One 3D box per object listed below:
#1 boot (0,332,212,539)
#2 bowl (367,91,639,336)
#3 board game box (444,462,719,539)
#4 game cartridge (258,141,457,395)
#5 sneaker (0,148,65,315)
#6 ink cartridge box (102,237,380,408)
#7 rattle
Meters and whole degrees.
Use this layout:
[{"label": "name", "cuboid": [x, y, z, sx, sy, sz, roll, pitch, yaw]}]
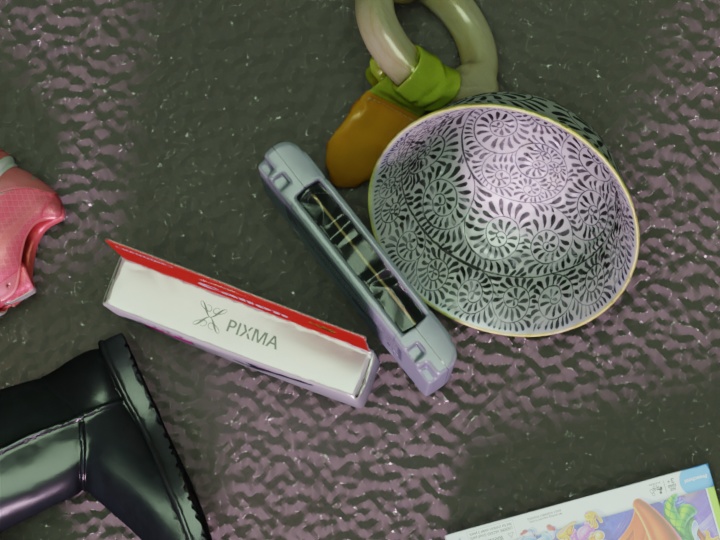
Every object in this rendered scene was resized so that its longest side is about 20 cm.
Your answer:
[{"label": "boot", "cuboid": [-0.212, 0.163, 1.708, 0.167, 0.076, 0.201, -25, 76, -3]}, {"label": "bowl", "cuboid": [0.112, -0.060, 1.690, 0.200, 0.201, 0.094, 18, 41, 5]}, {"label": "board game box", "cuboid": [0.174, 0.231, 1.696, 0.199, 0.045, 0.135, -16, 83, 1]}, {"label": "game cartridge", "cuboid": [0.000, 0.000, 1.686, 0.040, 0.133, 0.200, -37, 84, -8]}, {"label": "sneaker", "cuboid": [-0.289, 0.012, 1.732, 0.086, 0.074, 0.201, 28, 86, 4]}, {"label": "ink cartridge box", "cuboid": [-0.087, 0.041, 1.667, 0.199, 0.174, 0.044, 21, 85, 5]}, {"label": "rattle", "cuboid": [0.018, -0.186, 1.759, 0.130, 0.143, 0.201, -9, 65, -30]}]
